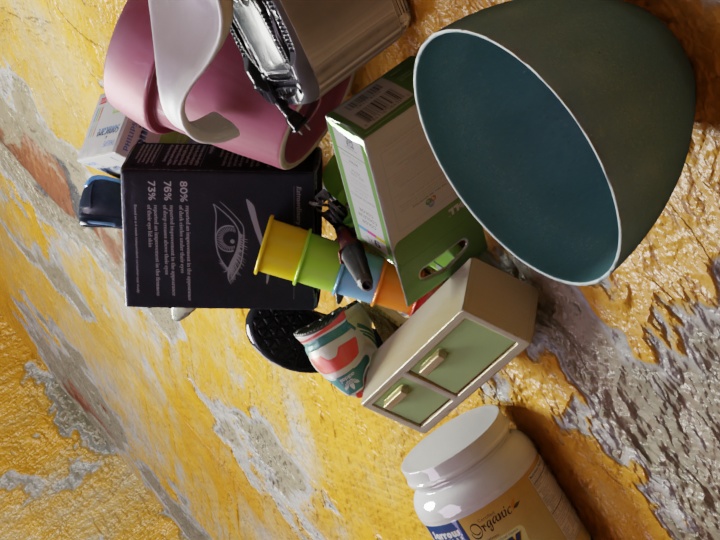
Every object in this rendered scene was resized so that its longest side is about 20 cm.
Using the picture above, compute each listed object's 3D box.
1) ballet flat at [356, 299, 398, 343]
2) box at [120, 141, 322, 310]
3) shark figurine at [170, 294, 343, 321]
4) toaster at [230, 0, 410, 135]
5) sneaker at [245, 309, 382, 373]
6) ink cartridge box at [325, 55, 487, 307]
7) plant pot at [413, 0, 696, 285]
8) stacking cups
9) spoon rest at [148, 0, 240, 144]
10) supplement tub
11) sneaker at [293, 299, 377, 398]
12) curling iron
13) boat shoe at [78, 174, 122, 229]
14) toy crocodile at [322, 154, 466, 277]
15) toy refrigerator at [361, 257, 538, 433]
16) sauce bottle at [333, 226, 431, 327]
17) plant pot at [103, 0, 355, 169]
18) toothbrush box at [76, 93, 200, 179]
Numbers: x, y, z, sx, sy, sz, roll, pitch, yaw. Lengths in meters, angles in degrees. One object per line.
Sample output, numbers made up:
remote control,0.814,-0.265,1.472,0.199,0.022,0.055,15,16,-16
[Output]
ballet flat,0.047,0.046,1.628,0.200,0.070,0.065,50,148,4
box,-0.138,-0.046,1.579,0.104,0.198,0.149,-89,1,-71
shark figurine,-0.107,-0.026,1.685,0.090,0.213,0.129,-93,-5,-73
toaster,-0.045,-0.231,1.312,0.113,0.129,0.201,8,130,63
sneaker,-0.051,0.081,1.757,0.199,0.072,0.083,18,178,-29
ink cartridge box,0.044,-0.078,1.391,0.059,0.104,0.201,34,152,41
plant pot,0.152,-0.110,1.071,0.200,0.134,0.201,45,157,24
stacking cups,0.000,0.000,1.504,0.198,0.061,0.061,15,155,-3
spoon rest,-0.140,-0.185,1.297,0.099,0.060,0.201,35,145,33
supplement tub,0.144,0.256,1.628,0.201,0.144,0.144,57,159,-9
sneaker,-0.015,0.088,1.619,0.094,0.070,0.200,62,-174,2
curling iron,-0.015,-0.023,1.427,0.050,0.026,0.200,45,-170,-25
boat shoe,-0.219,-0.045,1.747,0.199,0.069,0.084,18,172,-5
toy crocodile,0.038,-0.050,1.515,0.200,0.062,0.067,36,-166,37
toy refrigerator,0.082,0.077,1.471,0.076,0.070,0.200,26,141,-16
sauce bottle,0.055,0.029,1.564,0.199,0.066,0.066,34,155,11
plant pot,-0.110,-0.193,1.452,0.178,0.200,0.200,32,154,11
toothbrush box,-0.190,-0.123,1.711,0.199,0.087,0.145,22,171,-24
